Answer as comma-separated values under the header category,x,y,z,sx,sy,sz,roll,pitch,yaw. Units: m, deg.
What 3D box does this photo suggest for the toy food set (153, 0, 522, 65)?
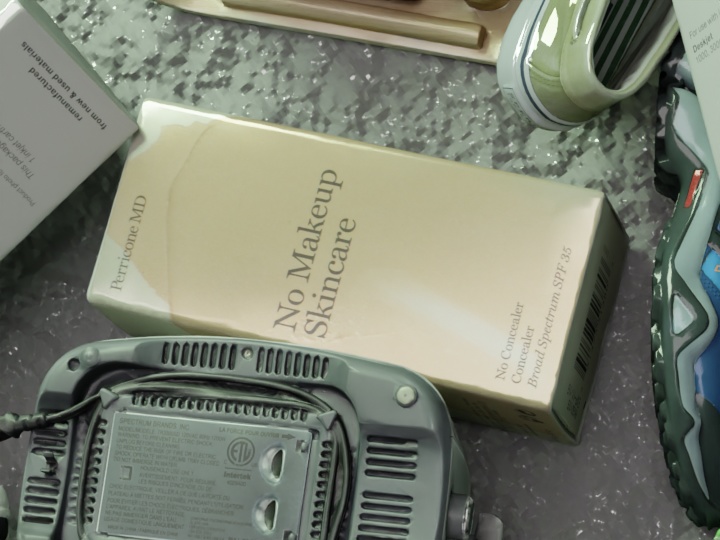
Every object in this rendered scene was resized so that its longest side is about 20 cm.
category,x,y,z,sx,sy,sz,roll,pitch,yaw
toy food set,0.005,-0.174,1.147,0.198,0.060,0.145,11,80,16

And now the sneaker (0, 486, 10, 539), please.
category,x,y,z,sx,sy,sz,roll,pitch,yaw
sneaker,-0.220,0.168,1.118,0.199,0.073,0.113,-22,75,16

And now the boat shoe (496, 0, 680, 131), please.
category,x,y,z,sx,sy,sz,roll,pitch,yaw
boat shoe,0.124,-0.142,1.089,0.062,0.072,0.201,-1,60,56

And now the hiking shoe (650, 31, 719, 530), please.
category,x,y,z,sx,sy,sz,roll,pitch,yaw
hiking shoe,0.158,0.001,1.061,0.086,0.074,0.202,1,81,7

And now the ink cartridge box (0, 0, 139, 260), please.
category,x,y,z,sx,sy,sz,roll,pitch,yaw
ink cartridge box,-0.208,-0.042,1.123,0.200,0.083,0.147,-44,34,1

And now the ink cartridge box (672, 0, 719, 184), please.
category,x,y,z,sx,sy,sz,roll,pitch,yaw
ink cartridge box,0.216,-0.037,1.014,0.144,0.085,0.202,-6,73,-26

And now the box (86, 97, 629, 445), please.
category,x,y,z,sx,sy,sz,roll,pitch,yaw
box,0.000,0.000,1.096,0.198,0.078,0.096,11,79,16

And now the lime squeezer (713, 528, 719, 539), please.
category,x,y,z,sx,sy,sz,roll,pitch,yaw
lime squeezer,0.151,0.131,1.030,0.199,0.038,0.071,-23,82,-17

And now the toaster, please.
category,x,y,z,sx,sy,sz,roll,pitch,yaw
toaster,-0.046,0.093,1.058,0.198,0.129,0.115,3,76,14
